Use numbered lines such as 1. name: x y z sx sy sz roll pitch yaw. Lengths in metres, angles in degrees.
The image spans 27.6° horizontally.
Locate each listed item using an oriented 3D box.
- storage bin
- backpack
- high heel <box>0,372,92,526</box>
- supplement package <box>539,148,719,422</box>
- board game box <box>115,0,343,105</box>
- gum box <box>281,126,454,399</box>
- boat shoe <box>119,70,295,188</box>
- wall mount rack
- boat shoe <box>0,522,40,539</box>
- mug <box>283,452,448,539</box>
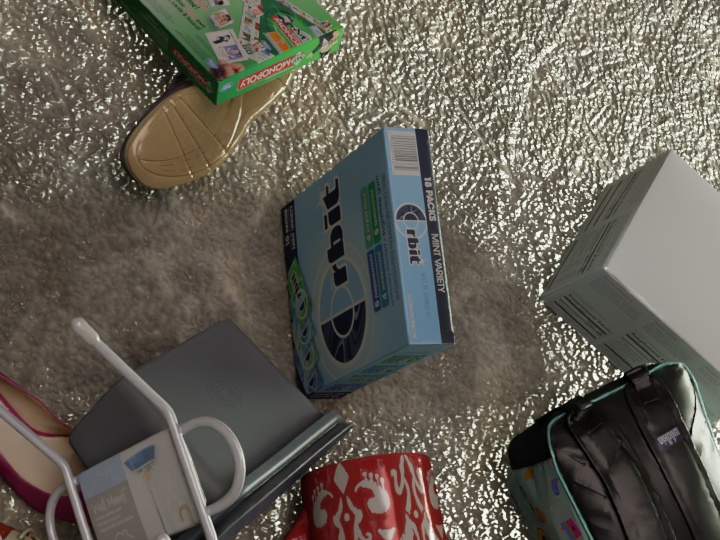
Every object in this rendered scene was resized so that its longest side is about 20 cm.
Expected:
1. storage bin: -0.123 0.134 1.112 0.135 0.146 0.200 49 30 7
2. backpack: 0.233 0.205 1.266 0.174 0.153 0.202 -22 75 -28
3. high heel: -0.237 0.125 1.084 0.199 0.096 0.068 40 61 -10
4. supplement package: 0.301 0.019 1.383 0.200 0.111 0.156 41 61 -11
5. board game box: -0.128 -0.234 1.242 0.134 0.029 0.200 -28 62 -31
6. gum box: 0.000 0.000 1.183 0.044 0.200 0.172 1 74 -27
7. boat shoe: -0.134 -0.135 1.237 0.200 0.064 0.072 -49 119 -32
8. wall mount rack: -0.179 0.132 0.996 0.074 0.199 0.176 -8 73 -56
9. boat shoe: -0.249 0.224 1.058 0.062 0.071 0.202 -23 92 -12
10. mug: 0.002 0.254 1.148 0.176 0.133 0.203 2 70 -32
